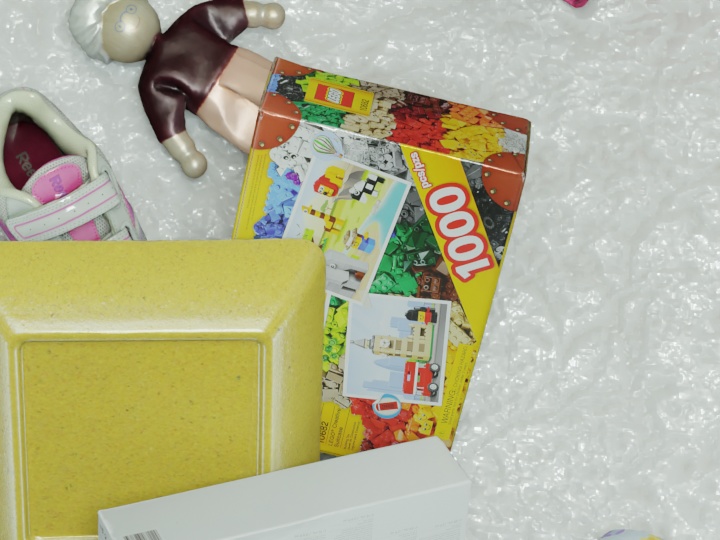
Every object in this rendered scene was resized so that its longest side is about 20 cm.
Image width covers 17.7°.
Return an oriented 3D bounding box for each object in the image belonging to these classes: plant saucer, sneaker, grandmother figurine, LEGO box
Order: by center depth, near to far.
[{"bbox_3d":[-0.118,0.082,1.255,0.198,0.201,0.049,-1,28,-5],"label":"plant saucer"},{"bbox_3d":[0.000,0.000,1.288,0.148,0.201,0.077,13,29,-1],"label":"LEGO box"},{"bbox_3d":[-0.169,-0.023,1.337,0.081,0.088,0.200,-35,77,-16],"label":"sneaker"},{"bbox_3d":[-0.084,-0.117,1.396,0.199,0.061,0.122,28,62,2],"label":"grandmother figurine"}]

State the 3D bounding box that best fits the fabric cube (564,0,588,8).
[{"bbox_3d":[0.129,-0.323,1.415,0.200,0.196,0.200,37,70,9],"label":"fabric cube"}]

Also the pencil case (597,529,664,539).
[{"bbox_3d":[0.107,0.221,1.250,0.091,0.083,0.200,45,52,16],"label":"pencil case"}]

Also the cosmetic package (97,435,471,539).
[{"bbox_3d":[-0.041,0.152,1.244,0.199,0.083,0.051,-10,33,-22],"label":"cosmetic package"}]
